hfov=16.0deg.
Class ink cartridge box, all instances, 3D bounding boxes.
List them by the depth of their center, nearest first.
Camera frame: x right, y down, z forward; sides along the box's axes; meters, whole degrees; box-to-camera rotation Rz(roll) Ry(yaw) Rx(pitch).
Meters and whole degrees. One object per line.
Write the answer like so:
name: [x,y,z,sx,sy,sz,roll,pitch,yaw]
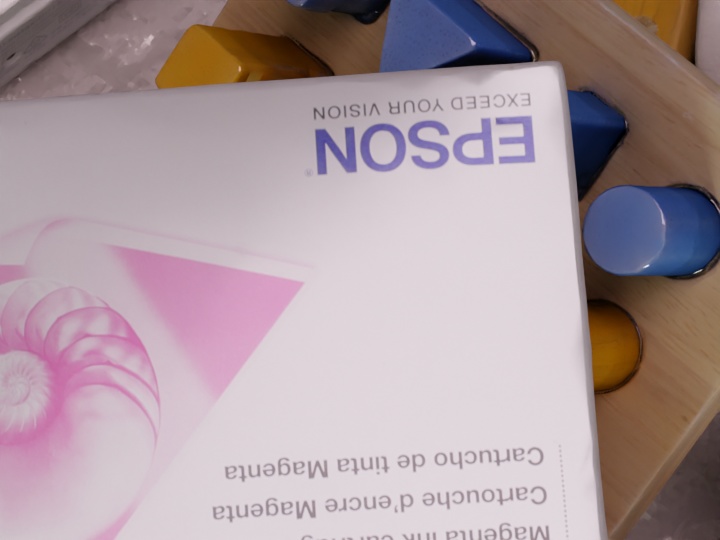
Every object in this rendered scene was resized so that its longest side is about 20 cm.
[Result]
ink cartridge box: [-0.036,0.050,0.661,0.196,0.043,0.201,-5,74,0]

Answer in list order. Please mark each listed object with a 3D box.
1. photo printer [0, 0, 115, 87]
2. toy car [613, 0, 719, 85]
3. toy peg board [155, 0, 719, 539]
photo printer: [-0.169,-0.161,0.919,0.166,0.069,0.200,-39,80,-17]
toy car: [0.073,-0.032,0.866,0.175,0.150,0.200,9,63,26]
toy peg board: [0.000,0.000,0.746,0.200,0.098,0.199,41,108,20]
